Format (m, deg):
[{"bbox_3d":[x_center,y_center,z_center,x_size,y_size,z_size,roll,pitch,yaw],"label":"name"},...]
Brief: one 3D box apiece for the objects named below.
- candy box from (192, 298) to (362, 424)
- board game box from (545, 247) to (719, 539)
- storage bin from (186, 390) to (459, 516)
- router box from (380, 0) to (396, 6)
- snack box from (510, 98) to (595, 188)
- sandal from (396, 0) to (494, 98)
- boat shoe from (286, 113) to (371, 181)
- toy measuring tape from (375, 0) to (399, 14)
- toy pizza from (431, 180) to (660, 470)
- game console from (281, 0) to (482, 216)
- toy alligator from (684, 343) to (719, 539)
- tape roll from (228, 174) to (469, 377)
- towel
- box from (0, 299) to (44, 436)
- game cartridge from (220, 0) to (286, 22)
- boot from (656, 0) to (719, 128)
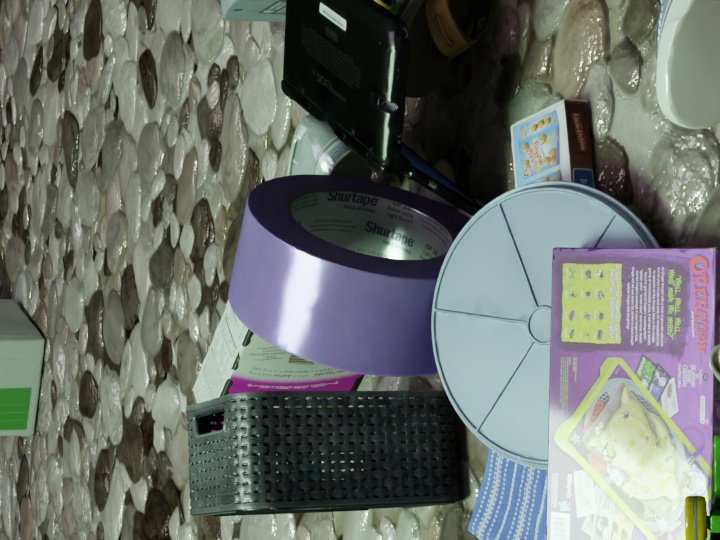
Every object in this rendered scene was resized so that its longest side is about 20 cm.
[{"bbox_3d":[-0.059,0.063,1.412,0.200,0.136,0.061,-63,37,38],"label":"candy box"},{"bbox_3d":[0.179,0.085,1.009,0.120,0.032,0.200,1,89,41],"label":"board game box"},{"bbox_3d":[-0.031,0.151,1.279,0.135,0.200,0.094,-21,70,61],"label":"storage bin"},{"bbox_3d":[0.065,-0.319,1.190,0.200,0.051,0.149,-62,-4,40],"label":"router box"},{"bbox_3d":[0.145,-0.019,1.135,0.072,0.024,0.200,-22,69,60],"label":"snack box"},{"bbox_3d":[0.080,-0.212,1.238,0.054,0.080,0.200,48,129,25],"label":"sandal"},{"bbox_3d":[-0.034,-0.068,1.390,0.072,0.070,0.201,48,155,23],"label":"boat shoe"},{"bbox_3d":[-0.021,-0.179,1.423,0.200,0.073,0.074,-63,36,39],"label":"toy measuring tape"},{"bbox_3d":[0.135,0.038,1.084,0.200,0.032,0.200,-1,88,39],"label":"toy pizza"},{"bbox_3d":[0.026,-0.145,1.246,0.200,0.116,0.176,44,136,53],"label":"game console"},{"bbox_3d":[0.227,0.143,0.940,0.054,0.059,0.200,14,-105,-76],"label":"toy alligator"},{"bbox_3d":[0.000,0.000,1.229,0.200,0.200,0.085,47,129,54],"label":"tape roll"},{"bbox_3d":[0.141,0.167,1.135,0.200,0.024,0.145,33,117,59],"label":"towel"},{"bbox_3d":[-0.623,0.152,2.453,0.200,0.199,0.172,34,118,57],"label":"box"},{"bbox_3d":[-0.046,-0.264,1.408,0.200,0.133,0.042,-11,78,62],"label":"game cartridge"},{"bbox_3d":[0.215,-0.191,0.971,0.090,0.073,0.200,-144,68,-67],"label":"boot"}]
